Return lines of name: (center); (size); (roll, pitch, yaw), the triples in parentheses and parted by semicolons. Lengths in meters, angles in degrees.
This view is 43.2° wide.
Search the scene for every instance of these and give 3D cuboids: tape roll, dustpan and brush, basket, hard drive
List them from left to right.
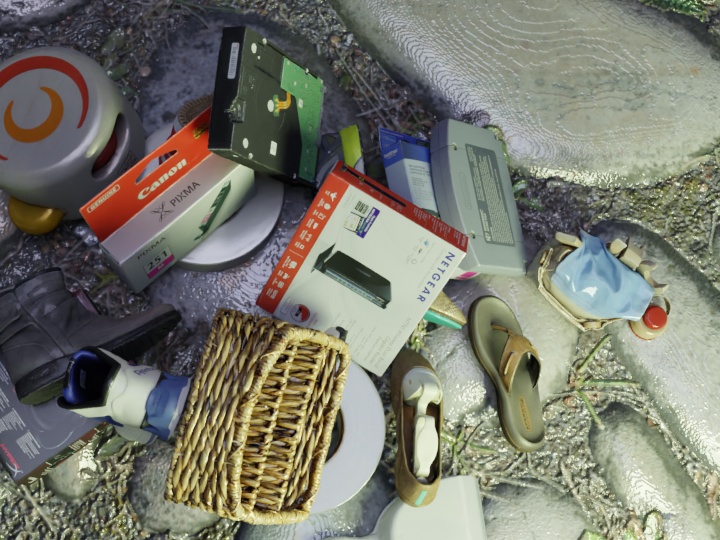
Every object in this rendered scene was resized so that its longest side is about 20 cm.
tape roll: (-0.197, -0.099, 1.160); (0.202, 0.037, 0.203); (2, 75, -7)
basket: (-0.096, 0.148, 0.911); (0.149, 0.143, 0.200); (16, 83, -1)
hard drive: (-0.104, -0.183, 1.058); (0.038, 0.200, 0.140); (5, 86, 25)
tape roll: (-0.073, 0.188, 1.082); (0.200, 0.066, 0.201); (2, 75, -7)
dustpan and brush: (0.045, 0.317, 1.074); (0.200, 0.057, 0.140); (1, 63, -14)

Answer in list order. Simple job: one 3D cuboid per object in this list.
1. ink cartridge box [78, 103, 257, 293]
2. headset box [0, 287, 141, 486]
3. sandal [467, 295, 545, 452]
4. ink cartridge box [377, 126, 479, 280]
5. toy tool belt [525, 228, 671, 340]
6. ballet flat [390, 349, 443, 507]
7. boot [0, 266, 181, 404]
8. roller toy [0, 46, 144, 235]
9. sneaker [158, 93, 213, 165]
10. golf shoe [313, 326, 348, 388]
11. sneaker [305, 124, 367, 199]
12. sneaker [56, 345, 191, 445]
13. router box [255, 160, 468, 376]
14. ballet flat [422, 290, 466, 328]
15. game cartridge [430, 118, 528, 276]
ink cartridge box: (-0.210, -0.080, 1.042); (0.200, 0.174, 0.044); (-42, 75, -16)
headset box: (-0.345, 0.129, 1.056); (0.200, 0.075, 0.149); (-36, 82, -15)
sandal: (0.192, 0.124, 1.128); (0.082, 0.055, 0.200); (-4, 74, -34)
ink cartridge box: (0.088, -0.090, 1.162); (0.119, 0.042, 0.200); (5, 66, -49)
toy tool belt: (0.317, 0.019, 1.151); (0.200, 0.123, 0.125); (30, 73, 1)
ballet flat: (0.071, 0.177, 1.079); (0.068, 0.072, 0.200); (10, 60, -10)
boot: (-0.313, 0.048, 1.011); (0.200, 0.070, 0.132); (-25, 74, -18)
roller toy: (-0.360, -0.158, 1.096); (0.182, 0.140, 0.200); (-23, 70, 0)
sneaker: (-0.167, -0.172, 1.139); (0.200, 0.112, 0.071); (-26, 75, -45)
golf shoe: (-0.097, 0.125, 1.023); (0.094, 0.078, 0.200); (40, 72, 5)
sneaker: (-0.028, -0.096, 1.158); (0.081, 0.074, 0.200); (-9, 54, 3)
sneaker: (-0.246, 0.121, 0.930); (0.115, 0.199, 0.081); (25, 71, -14)
router box: (0.000, 0.000, 1.073); (0.179, 0.049, 0.200); (30, 117, -4)
ballet flat: (0.043, 0.018, 1.142); (0.200, 0.071, 0.065); (16, 77, -4)
game cartridge: (0.149, -0.092, 1.169); (0.133, 0.042, 0.200); (4, 70, -41)
